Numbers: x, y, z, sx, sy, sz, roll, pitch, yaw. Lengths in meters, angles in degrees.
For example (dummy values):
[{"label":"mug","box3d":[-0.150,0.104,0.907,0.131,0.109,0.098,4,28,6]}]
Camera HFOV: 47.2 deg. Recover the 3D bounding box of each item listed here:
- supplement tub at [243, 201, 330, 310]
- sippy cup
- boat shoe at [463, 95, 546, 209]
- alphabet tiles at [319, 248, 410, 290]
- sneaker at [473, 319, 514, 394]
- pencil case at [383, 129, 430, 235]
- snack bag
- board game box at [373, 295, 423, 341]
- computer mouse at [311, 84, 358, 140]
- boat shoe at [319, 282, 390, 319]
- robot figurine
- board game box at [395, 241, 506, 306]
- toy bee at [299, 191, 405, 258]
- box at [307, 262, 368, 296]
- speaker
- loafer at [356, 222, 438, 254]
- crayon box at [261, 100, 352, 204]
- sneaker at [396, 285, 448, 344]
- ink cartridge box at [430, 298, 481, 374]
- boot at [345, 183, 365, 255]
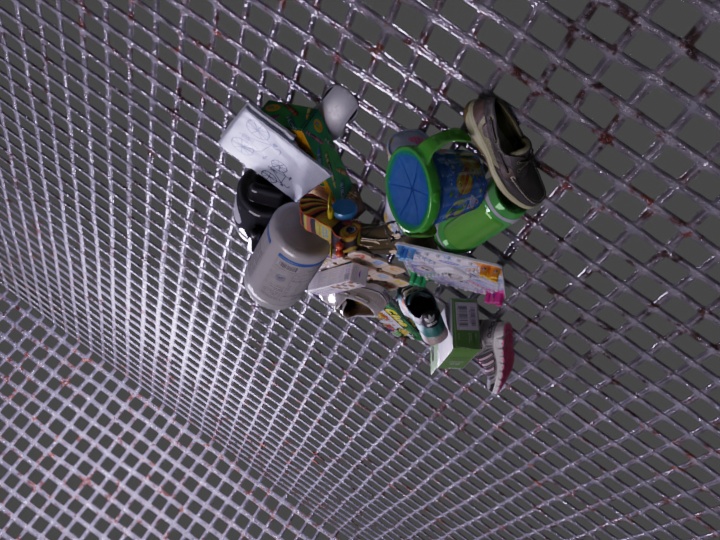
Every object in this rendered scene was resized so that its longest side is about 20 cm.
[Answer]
[{"label":"supplement tub","box3d":[-0.142,-0.027,1.605,0.131,0.133,0.200,37,140,-1]},{"label":"sippy cup","box3d":[0.127,-0.137,1.319,0.177,0.128,0.143,-22,81,62]},{"label":"boat shoe","box3d":[0.234,-0.182,1.277,0.202,0.072,0.066,53,150,-18]},{"label":"alphabet tiles","box3d":[0.000,0.000,1.674,0.197,0.015,0.195,21,161,-23]},{"label":"sneaker","box3d":[0.269,0.173,1.715,0.086,0.074,0.202,18,140,26]},{"label":"pencil case","box3d":[0.082,-0.152,1.450,0.082,0.091,0.202,29,148,19]},{"label":"snack bag","box3d":[-0.153,-0.208,1.489,0.199,0.022,0.188,37,156,-14]},{"label":"board game box","box3d":[0.063,0.095,1.818,0.104,0.024,0.200,2,149,43]},{"label":"computer mouse","box3d":[-0.068,-0.266,1.495,0.109,0.044,0.200,40,149,-4]},{"label":"boat shoe","box3d":[-0.026,0.067,1.737,0.198,0.070,0.071,6,138,43]},{"label":"robot figurine","box3d":[-0.198,-0.133,1.676,0.125,0.149,0.201,49,155,11]},{"label":"board game box","box3d":[0.170,0.010,1.539,0.196,0.026,0.200,13,165,16]},{"label":"toy bee","box3d":[-0.037,-0.078,1.462,0.197,0.109,0.133,1,126,34]},{"label":"box","box3d":[-0.048,0.019,1.678,0.038,0.042,0.199,18,163,-25]},{"label":"speaker","box3d":[0.204,-0.094,1.412,0.088,0.089,0.200,41,149,-8]},{"label":"loafer","box3d":[0.058,-0.071,1.595,0.196,0.076,0.069,9,118,8]},{"label":"crayon box","box3d":[-0.102,-0.213,1.514,0.117,0.059,0.201,17,150,32]},{"label":"sneaker","box3d":[0.119,0.063,1.660,0.081,0.070,0.201,67,174,-33]},{"label":"ink cartridge box","box3d":[0.192,0.140,1.691,0.058,0.106,0.201,3,157,-7]},{"label":"boot","box3d":[-0.021,-0.086,1.678,0.184,0.065,0.200,30,142,-9]}]
